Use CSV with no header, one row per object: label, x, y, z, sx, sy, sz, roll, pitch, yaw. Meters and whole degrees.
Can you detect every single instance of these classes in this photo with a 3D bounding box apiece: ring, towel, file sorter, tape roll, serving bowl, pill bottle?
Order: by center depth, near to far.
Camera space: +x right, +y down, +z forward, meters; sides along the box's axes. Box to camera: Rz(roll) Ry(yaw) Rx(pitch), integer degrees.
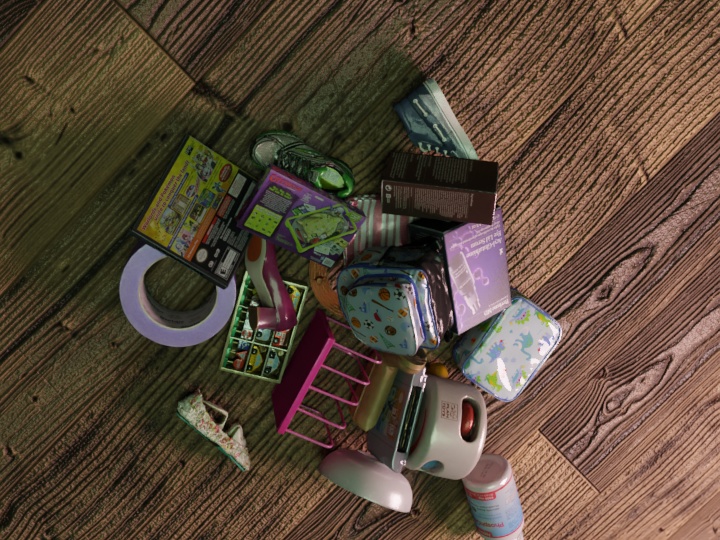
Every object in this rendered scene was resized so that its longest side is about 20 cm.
tape roll,-0.319,0.025,1.246,0.196,0.085,0.204,-3,108,-10
towel,0.064,-0.066,1.305,0.196,0.030,0.149,-4,106,-15
file sorter,-0.065,0.206,1.327,0.124,0.139,0.202,25,101,-19
ring,0.000,0.000,1.337,0.196,0.019,0.205,-4,109,-11
serving bowl,0.018,0.401,1.387,0.198,0.200,0.067,27,81,-18
pill bottle,0.289,0.505,1.511,0.107,0.109,0.203,-20,110,-4

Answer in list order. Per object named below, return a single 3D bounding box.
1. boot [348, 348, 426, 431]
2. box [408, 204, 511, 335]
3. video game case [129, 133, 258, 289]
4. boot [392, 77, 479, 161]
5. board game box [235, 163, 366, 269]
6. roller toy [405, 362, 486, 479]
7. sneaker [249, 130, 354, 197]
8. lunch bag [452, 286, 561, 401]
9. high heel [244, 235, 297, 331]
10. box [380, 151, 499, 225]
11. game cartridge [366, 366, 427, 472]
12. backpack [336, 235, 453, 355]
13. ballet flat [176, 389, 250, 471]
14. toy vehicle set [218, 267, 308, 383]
boot,0.047,0.215,1.328,0.065,0.176,0.203,18,106,-16
box,0.186,-0.008,1.300,0.146,0.104,0.204,-25,114,-28
video game case,-0.261,-0.100,1.190,0.179,0.025,0.203,32,64,-20
boot,0.141,-0.235,1.268,0.089,0.073,0.202,-31,104,9
board game box,-0.101,-0.089,1.212,0.198,0.033,0.120,25,118,-30
roller toy,0.151,0.300,1.376,0.137,0.183,0.203,16,105,-15
sneaker,-0.096,-0.184,1.222,0.196,0.085,0.079,17,104,-15
lunch bag,0.294,0.150,1.411,0.159,0.083,0.202,32,99,-18
high heel,-0.155,0.008,1.273,0.095,0.067,0.205,1,94,-43
box,0.139,-0.145,1.235,0.196,0.101,0.076,6,131,10
game cartridge,0.066,0.271,1.367,0.041,0.133,0.204,15,88,-27
backpack,0.052,0.050,1.226,0.154,0.188,0.204,-35,123,-45
ballet flat,-0.267,0.307,1.357,0.064,0.075,0.200,-46,114,-11
toy vehicle set,-0.184,0.105,1.329,0.122,0.027,0.204,14,104,-15
